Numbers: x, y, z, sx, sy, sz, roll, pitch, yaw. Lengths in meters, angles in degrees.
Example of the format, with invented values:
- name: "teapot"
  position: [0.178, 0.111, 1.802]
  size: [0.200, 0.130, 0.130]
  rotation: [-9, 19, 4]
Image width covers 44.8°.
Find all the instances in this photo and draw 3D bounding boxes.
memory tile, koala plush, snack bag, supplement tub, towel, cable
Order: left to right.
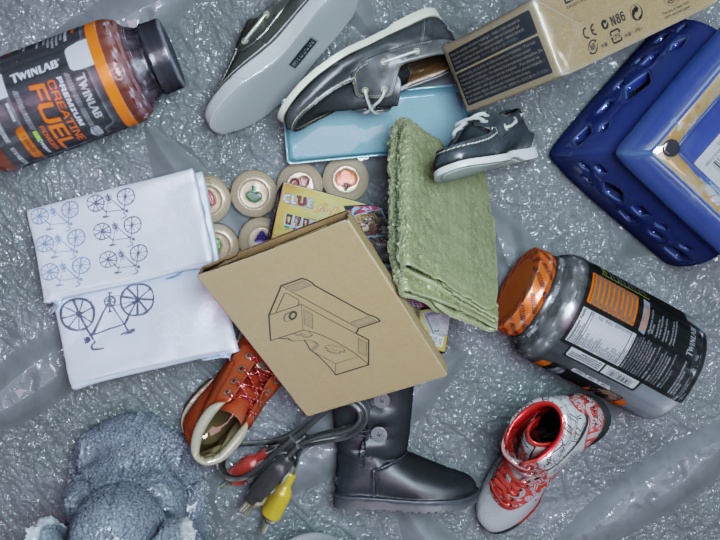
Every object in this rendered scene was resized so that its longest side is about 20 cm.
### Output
- name: "supplement tub"
  position: [-0.277, -0.178, 0.852]
  size: [0.200, 0.107, 0.107]
  rotation: [-22, 99, -1]
- name: "koala plush"
  position: [-0.238, 0.249, 0.862]
  size: [0.177, 0.200, 0.184]
  rotation: [3, 97, -5]
- name: "snack bag"
  position: [-0.234, 0.011, 0.894]
  size: [0.188, 0.021, 0.200]
  rotation: [-13, 84, 1]
- name: "memory tile"
  position: [-0.081, -0.037, 0.932]
  size: [0.200, 0.017, 0.154]
  rotation: [-9, 98, -4]
- name: "cable"
  position: [-0.077, 0.188, 0.937]
  size: [0.097, 0.050, 0.200]
  rotation: [45, 100, 7]
- name: "towel"
  position: [0.079, -0.045, 0.857]
  size: [0.036, 0.200, 0.148]
  rotation: [-26, 141, 37]
- name: "supplement tub"
  position: [0.247, 0.063, 0.919]
  size: [0.200, 0.123, 0.123]
  rotation: [28, 94, -7]

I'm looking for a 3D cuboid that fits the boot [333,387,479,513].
- name: "boot"
  position: [0.050, 0.157, 0.949]
  size: [0.165, 0.066, 0.200]
  rotation: [0, 93, -7]

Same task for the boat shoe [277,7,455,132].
- name: "boat shoe"
  position: [0.011, -0.190, 0.875]
  size: [0.200, 0.072, 0.068]
  rotation: [-30, 79, -11]

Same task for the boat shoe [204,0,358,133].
- name: "boat shoe"
  position: [-0.090, -0.225, 0.888]
  size: [0.200, 0.071, 0.064]
  rotation: [-43, 66, 10]

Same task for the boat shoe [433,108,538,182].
- name: "boat shoe"
  position: [0.118, -0.127, 0.859]
  size: [0.076, 0.200, 0.060]
  rotation: [-14, 94, 26]

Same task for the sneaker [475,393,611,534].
- name: "sneaker"
  position: [0.166, 0.204, 0.917]
  size: [0.201, 0.108, 0.067]
  rotation: [-51, 55, 22]

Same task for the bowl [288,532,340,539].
- name: "bowl"
  position: [-0.026, 0.377, 0.896]
  size: [0.090, 0.201, 0.201]
  rotation: [-6, 101, 41]

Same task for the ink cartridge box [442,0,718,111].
- name: "ink cartridge box"
  position: [0.203, -0.232, 0.828]
  size: [0.200, 0.165, 0.075]
  rotation: [-28, 100, -22]

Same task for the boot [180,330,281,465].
- name: "boot"
  position: [-0.110, 0.113, 0.902]
  size: [0.075, 0.107, 0.200]
  rotation: [37, 92, -13]

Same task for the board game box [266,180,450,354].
- name: "board game box"
  position: [0.000, 0.000, 0.895]
  size: [0.200, 0.035, 0.136]
  rotation: [15, 74, -12]

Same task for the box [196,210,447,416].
- name: "box"
  position: [-0.033, 0.049, 0.826]
  size: [0.163, 0.021, 0.200]
  rotation: [-20, 123, 23]

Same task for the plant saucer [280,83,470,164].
- name: "plant saucer"
  position: [0.019, -0.153, 0.920]
  size: [0.200, 0.019, 0.070]
  rotation: [-6, 89, -6]

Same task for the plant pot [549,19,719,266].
- name: "plant pot"
  position: [0.345, -0.125, 0.875]
  size: [0.200, 0.180, 0.200]
  rotation: [40, 92, -9]
